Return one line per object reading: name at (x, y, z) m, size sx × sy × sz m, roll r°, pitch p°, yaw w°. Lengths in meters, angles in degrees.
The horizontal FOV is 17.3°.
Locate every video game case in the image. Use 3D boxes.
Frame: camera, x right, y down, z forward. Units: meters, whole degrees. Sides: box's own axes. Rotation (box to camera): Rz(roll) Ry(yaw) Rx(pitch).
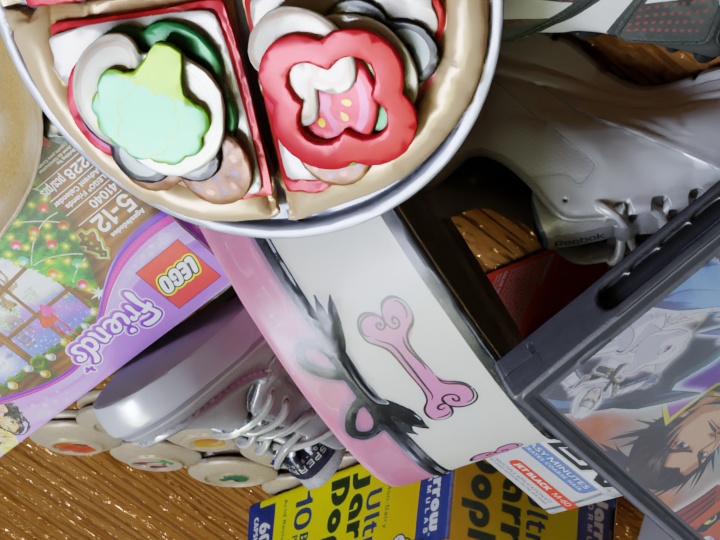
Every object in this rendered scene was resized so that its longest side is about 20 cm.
video game case at (0.174, 0.032, 0.915) m, size 0.180 × 0.026 × 0.200 m, roll -39°, pitch 134°, yaw 11°

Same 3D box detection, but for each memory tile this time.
memory tile at (-0.059, 0.088, 1.223) m, size 0.199 × 0.017 × 0.153 m, roll 16°, pitch 156°, yaw -34°

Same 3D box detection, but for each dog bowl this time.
dog bowl at (0.000, 0.000, 0.961) m, size 0.074 × 0.201 × 0.200 m, roll -32°, pitch 127°, yaw 6°

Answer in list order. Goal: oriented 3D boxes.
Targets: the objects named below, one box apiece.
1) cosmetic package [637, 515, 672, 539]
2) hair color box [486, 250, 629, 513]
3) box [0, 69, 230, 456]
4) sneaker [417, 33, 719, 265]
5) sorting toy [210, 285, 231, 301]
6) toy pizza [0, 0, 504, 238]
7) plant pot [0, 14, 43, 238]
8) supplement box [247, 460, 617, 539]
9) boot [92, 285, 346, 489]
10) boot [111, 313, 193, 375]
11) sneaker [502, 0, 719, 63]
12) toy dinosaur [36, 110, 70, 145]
cosmetic package at (0.231, 0.112, 1.073) m, size 0.107 × 0.091 × 0.199 m, roll 36°, pitch 143°, yaw -23°
hair color box at (0.122, 0.040, 1.064) m, size 0.111 × 0.064 × 0.199 m, roll 39°, pitch 144°, yaw -21°
box at (-0.165, 0.003, 1.017) m, size 0.200 × 0.039 × 0.137 m, roll -36°, pitch 117°, yaw 26°
sneaker at (0.113, -0.036, 0.937) m, size 0.198 × 0.087 × 0.075 m, roll 10°, pitch 143°, yaw 21°
sorting toy at (-0.134, -0.079, 1.096) m, size 0.184 × 0.037 × 0.201 m, roll 16°, pitch 142°, yaw 14°
toy pizza at (-0.047, -0.100, 0.824) m, size 0.199 × 0.032 × 0.202 m, roll 9°, pitch 118°, yaw 17°
plant pot at (-0.223, -0.063, 0.914) m, size 0.198 × 0.028 × 0.201 m, roll -5°, pitch 132°, yaw -5°
supplement box at (0.030, 0.168, 1.242) m, size 0.109 × 0.110 × 0.200 m, roll 20°, pitch 153°, yaw -30°
boot at (-0.038, 0.055, 1.055) m, size 0.073 × 0.200 × 0.096 m, roll -23°, pitch 99°, yaw 33°
boot at (-0.111, -0.025, 1.082) m, size 0.075 × 0.074 × 0.201 m, roll -2°, pitch 139°, yaw -12°
sneaker at (0.096, -0.112, 0.852) m, size 0.098 × 0.071 × 0.200 m, roll 43°, pitch 142°, yaw -23°
toy dinosaur at (-0.042, -0.115, 0.917) m, size 0.199 × 0.089 × 0.047 m, roll -30°, pitch 144°, yaw 24°
